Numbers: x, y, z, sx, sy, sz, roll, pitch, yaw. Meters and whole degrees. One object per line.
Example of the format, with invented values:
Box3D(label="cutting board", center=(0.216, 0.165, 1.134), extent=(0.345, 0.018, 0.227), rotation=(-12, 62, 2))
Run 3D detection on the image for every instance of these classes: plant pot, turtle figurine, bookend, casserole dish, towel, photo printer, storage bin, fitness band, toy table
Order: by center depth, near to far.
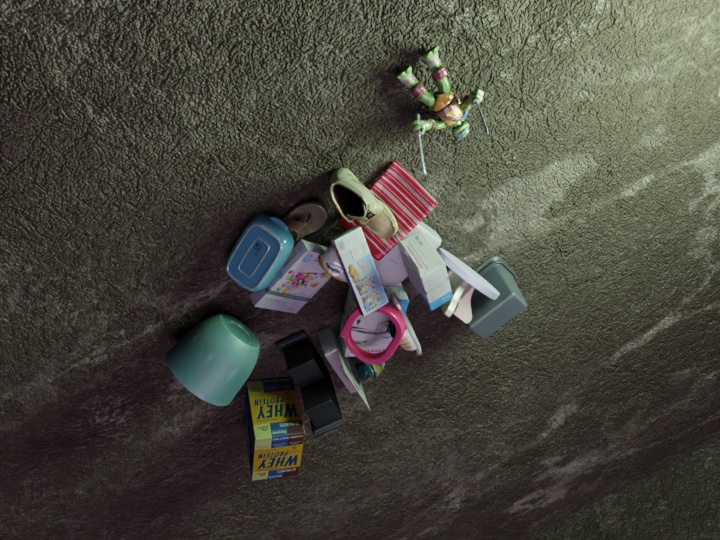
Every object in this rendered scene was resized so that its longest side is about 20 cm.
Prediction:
Box3D(label="turtle figurine", center=(0.166, -0.338, 1.239), extent=(0.144, 0.200, 0.194), rotation=(-21, 115, 42))
Box3D(label="casserole dish", center=(-0.236, -0.034, 1.396), extent=(0.121, 0.039, 0.200), rotation=(37, 112, 2))
Box3D(label="towel", center=(0.059, -0.135, 1.419), extent=(0.145, 0.022, 0.200), rotation=(46, 108, 0))
Box3D(label="plant pot", center=(-0.346, 0.204, 1.514), extent=(0.161, 0.201, 0.201), rotation=(-48, 128, 6))
Box3D(label="photo printer", center=(0.077, -0.051, 1.517), extent=(0.166, 0.069, 0.200), rotation=(32, 113, -36))
Box3D(label="fitness band", center=(0.031, 0.157, 1.546), extent=(0.143, 0.037, 0.200), rotation=(31, 129, 3))
Box3D(label="toy table", center=(0.247, 0.045, 1.593), extent=(0.200, 0.184, 0.117), rotation=(39, 103, 0))
Box3D(label="bookend", center=(-0.138, 0.306, 1.657), extent=(0.092, 0.200, 0.199), rotation=(-24, 133, 1))
Box3D(label="storage bin", center=(0.357, 0.090, 1.688), extent=(0.200, 0.134, 0.146), rotation=(-40, 130, 17))

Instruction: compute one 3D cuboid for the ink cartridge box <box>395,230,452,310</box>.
Box3D(label="ink cartridge box", center=(0.151, -0.008, 1.440), extent=(0.067, 0.116, 0.200), rotation=(-29, 145, -3))

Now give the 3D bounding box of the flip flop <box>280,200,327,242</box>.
Box3D(label="flip flop", center=(-0.164, -0.091, 1.409), extent=(0.200, 0.058, 0.081), rotation=(-24, 128, 6))

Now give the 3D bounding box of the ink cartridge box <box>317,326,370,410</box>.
Box3D(label="ink cartridge box", center=(-0.045, 0.276, 1.680), extent=(0.043, 0.174, 0.200), rotation=(-25, 132, 3))

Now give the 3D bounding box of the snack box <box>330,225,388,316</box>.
Box3D(label="snack box", center=(0.000, 0.003, 1.402), extent=(0.072, 0.024, 0.200), rotation=(-29, 113, -20))

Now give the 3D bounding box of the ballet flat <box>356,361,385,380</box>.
Box3D(label="ballet flat", center=(0.035, 0.269, 1.730), extent=(0.071, 0.071, 0.200), rotation=(-8, 165, -12))

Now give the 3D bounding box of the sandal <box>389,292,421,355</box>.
Box3D(label="sandal", center=(0.098, 0.141, 1.575), extent=(0.059, 0.079, 0.207), rotation=(-25, 124, 2))

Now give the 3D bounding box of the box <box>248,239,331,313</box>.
Box3D(label="box", center=(-0.151, 0.019, 1.486), extent=(0.200, 0.041, 0.156), rotation=(-46, 149, 18))

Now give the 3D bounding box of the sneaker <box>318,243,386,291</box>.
Box3D(label="sneaker", center=(0.000, 0.000, 1.446), extent=(0.200, 0.075, 0.088), rotation=(32, 100, -33))

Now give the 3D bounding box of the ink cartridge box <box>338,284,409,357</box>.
Box3D(label="ink cartridge box", center=(0.032, 0.132, 1.646), extent=(0.146, 0.086, 0.200), rotation=(-1, 127, -18))

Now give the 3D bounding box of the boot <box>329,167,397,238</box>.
Box3D(label="boot", center=(0.007, -0.129, 1.331), extent=(0.072, 0.155, 0.200), rotation=(-40, 105, 12))

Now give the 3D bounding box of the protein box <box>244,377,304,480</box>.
Box3D(label="protein box", center=(-0.249, 0.447, 1.736), extent=(0.135, 0.200, 0.199), rotation=(-3, 129, -17))
